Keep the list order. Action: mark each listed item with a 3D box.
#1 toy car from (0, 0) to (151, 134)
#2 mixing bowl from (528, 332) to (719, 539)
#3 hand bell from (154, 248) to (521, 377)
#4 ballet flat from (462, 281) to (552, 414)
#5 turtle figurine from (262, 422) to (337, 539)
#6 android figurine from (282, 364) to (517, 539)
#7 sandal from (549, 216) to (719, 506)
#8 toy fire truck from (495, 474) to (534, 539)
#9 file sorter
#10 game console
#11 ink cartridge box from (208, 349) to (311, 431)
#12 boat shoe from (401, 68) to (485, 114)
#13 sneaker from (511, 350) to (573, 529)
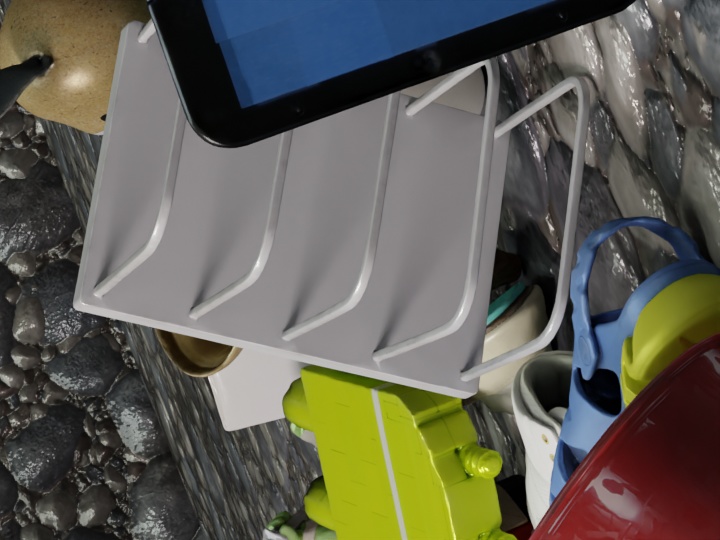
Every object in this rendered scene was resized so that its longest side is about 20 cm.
[{"bbox_3d":[-0.123,-0.098,1.112,0.164,0.199,0.159,6,115,65],"label":"toy car"},{"bbox_3d":[0.134,0.135,0.829,0.108,0.200,0.201,32,150,24],"label":"mixing bowl"},{"bbox_3d":[0.000,0.000,1.135,0.104,0.199,0.105,0,90,55],"label":"hand bell"},{"bbox_3d":[0.074,0.049,1.204,0.200,0.069,0.070,159,91,-80],"label":"ballet flat"},{"bbox_3d":[-0.012,0.113,1.427,0.194,0.198,0.145,-114,25,-61],"label":"turtle figurine"},{"bbox_3d":[0.022,0.113,1.200,0.200,0.041,0.183,6,111,61],"label":"android figurine"},{"bbox_3d":[0.121,0.050,0.953,0.201,0.079,0.087,103,149,-47],"label":"sandal"},{"bbox_3d":[0.084,0.253,1.292,0.200,0.128,0.177,50,147,33],"label":"toy fire truck"},{"bbox_3d":[-0.009,-0.038,0.992,0.124,0.199,0.140,151,130,-65],"label":"file sorter"},{"bbox_3d":[0.009,-0.164,0.812,0.171,0.199,0.119,93,153,-60],"label":"game console"},{"bbox_3d":[-0.043,-0.013,1.373,0.200,0.128,0.126,-101,-3,-66],"label":"ink cartridge box"},{"bbox_3d":[0.011,-0.163,1.134,0.201,0.072,0.068,64,169,-17],"label":"boat shoe"},{"bbox_3d":[0.122,0.123,1.058,0.200,0.073,0.116,-123,15,-51],"label":"sneaker"}]
